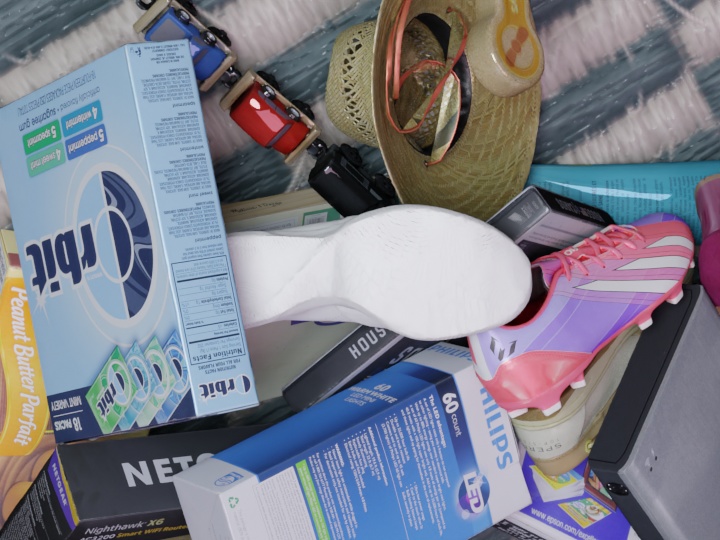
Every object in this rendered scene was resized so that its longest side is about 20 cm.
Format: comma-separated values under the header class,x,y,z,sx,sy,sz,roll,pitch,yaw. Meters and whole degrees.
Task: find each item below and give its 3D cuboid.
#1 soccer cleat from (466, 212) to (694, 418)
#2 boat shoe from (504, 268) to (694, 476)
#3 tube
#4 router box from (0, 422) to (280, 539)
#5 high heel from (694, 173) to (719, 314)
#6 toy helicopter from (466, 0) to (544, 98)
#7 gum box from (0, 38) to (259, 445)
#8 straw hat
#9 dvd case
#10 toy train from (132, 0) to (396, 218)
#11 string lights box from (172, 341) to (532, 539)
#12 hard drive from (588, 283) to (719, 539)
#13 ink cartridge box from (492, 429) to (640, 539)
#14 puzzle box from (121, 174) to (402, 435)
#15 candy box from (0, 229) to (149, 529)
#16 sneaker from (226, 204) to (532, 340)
class,x,y,z,sx,sy,sz,roll,pitch,yaw
soccer cleat,0.135,0.009,1.249,0.200,0.067,0.077,-42,112,-36
boat shoe,0.154,0.055,1.322,0.200,0.074,0.067,-41,125,-39
tube,0.184,-0.040,1.350,0.199,0.050,0.078,-5,108,-8
router box,-0.117,0.158,1.275,0.199,0.052,0.157,-4,148,-33
high heel,0.251,0.030,1.338,0.067,0.096,0.200,-20,141,14
toy helicopter,0.083,-0.189,1.180,0.132,0.201,0.079,16,154,-41
gum box,-0.135,-0.011,1.163,0.044,0.170,0.201,-9,86,-36
straw hat,0.025,-0.111,1.242,0.085,0.201,0.202,2,126,32
dvd case,0.059,0.024,1.286,0.200,0.025,0.150,-40,162,16
toy train,-0.057,-0.093,1.234,0.200,0.046,0.034,41,115,-14
string lights box,-0.001,0.129,1.223,0.200,0.059,0.103,-25,109,-29
hard drive,0.218,0.123,1.324,0.200,0.033,0.140,53,53,-41
ink cartridge box,0.183,0.108,1.390,0.198,0.043,0.201,29,66,-25
puzzle box,-0.063,0.020,1.285,0.199,0.025,0.133,-12,121,-34
candy box,-0.190,0.081,1.306,0.115,0.055,0.201,9,114,-22
sneaker,0.000,0.000,1.196,0.199,0.088,0.076,1,91,8
